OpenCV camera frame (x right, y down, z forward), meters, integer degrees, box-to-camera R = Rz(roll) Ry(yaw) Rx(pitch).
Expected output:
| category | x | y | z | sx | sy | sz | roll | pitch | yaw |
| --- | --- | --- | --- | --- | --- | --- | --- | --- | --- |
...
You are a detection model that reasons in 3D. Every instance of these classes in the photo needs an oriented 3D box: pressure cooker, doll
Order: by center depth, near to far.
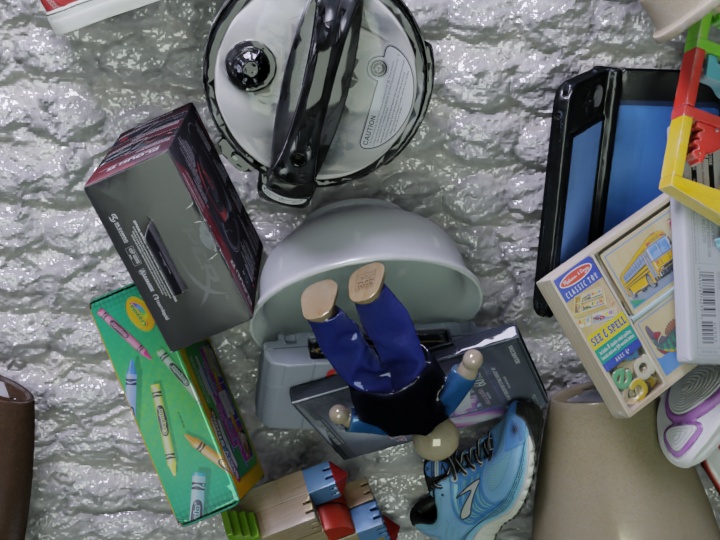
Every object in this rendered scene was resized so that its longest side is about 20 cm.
| category | x | y | z | sx | sy | sz | roll | pitch | yaw |
| --- | --- | --- | --- | --- | --- | --- | --- | --- | --- |
| pressure cooker | -0.036 | -0.155 | 0.922 | 0.178 | 0.200 | 0.176 | -27 | 107 | 6 |
| doll | 0.032 | 0.085 | 0.949 | 0.136 | 0.049 | 0.200 | -20 | 126 | 13 |

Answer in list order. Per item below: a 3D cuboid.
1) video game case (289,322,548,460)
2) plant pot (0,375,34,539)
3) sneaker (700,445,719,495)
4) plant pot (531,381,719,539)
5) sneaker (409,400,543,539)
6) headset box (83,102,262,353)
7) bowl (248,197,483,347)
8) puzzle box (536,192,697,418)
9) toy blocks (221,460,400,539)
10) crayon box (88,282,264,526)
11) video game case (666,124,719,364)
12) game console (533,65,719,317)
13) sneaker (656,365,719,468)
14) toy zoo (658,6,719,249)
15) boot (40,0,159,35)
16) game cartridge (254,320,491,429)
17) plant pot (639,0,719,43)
| category | x | y | z | sx | sy | sz | roll | pitch | yaw |
| --- | --- | --- | --- | --- | --- | --- | --- | --- | --- |
| video game case | 0.055 | 0.110 | 1.042 | 0.200 | 0.019 | 0.143 | -18 | 147 | 10 |
| plant pot | -0.370 | 0.190 | 1.056 | 0.187 | 0.187 | 0.200 | 21 | 93 | -9 |
| sneaker | 0.412 | 0.217 | 1.133 | 0.115 | 0.078 | 0.200 | -32 | 108 | 10 |
| plant pot | 0.235 | 0.206 | 1.081 | 0.187 | 0.187 | 0.200 | -9 | 96 | 1 |
| sneaker | 0.102 | 0.193 | 1.094 | 0.090 | 0.078 | 0.200 | 24 | 125 | -2 |
| headset box | -0.145 | -0.038 | 0.958 | 0.075 | 0.200 | 0.149 | -23 | 109 | 6 |
| bowl | 0.000 | 0.000 | 1.014 | 0.201 | 0.091 | 0.201 | -6 | 154 | -3 |
| puzzle box | 0.256 | 0.014 | 0.994 | 0.200 | 0.025 | 0.133 | -34 | 95 | -21 |
| toy blocks | -0.036 | 0.242 | 1.096 | 0.136 | 0.100 | 0.200 | -21 | 140 | -1 |
| crayon box | -0.153 | 0.106 | 1.020 | 0.058 | 0.119 | 0.200 | -23 | 88 | 5 |
| video game case | 0.343 | -0.020 | 1.006 | 0.182 | 0.022 | 0.200 | 2 | 82 | -20 |
| game console | 0.233 | -0.066 | 1.011 | 0.116 | 0.176 | 0.200 | 11 | 110 | 24 |
| sneaker | 0.332 | 0.101 | 1.049 | 0.100 | 0.075 | 0.200 | 50 | 59 | -25 |
| toy zoo | 0.318 | -0.114 | 0.984 | 0.131 | 0.020 | 0.200 | 17 | 77 | -15 |
| boot | -0.178 | -0.285 | 0.942 | 0.200 | 0.072 | 0.145 | -16 | 107 | 7 |
| game cartridge | 0.008 | 0.096 | 1.055 | 0.200 | 0.041 | 0.133 | -3 | 151 | -11 |
| plant pot | 0.242 | -0.307 | 0.898 | 0.200 | 0.200 | 0.184 | -43 | 95 | 12 |
